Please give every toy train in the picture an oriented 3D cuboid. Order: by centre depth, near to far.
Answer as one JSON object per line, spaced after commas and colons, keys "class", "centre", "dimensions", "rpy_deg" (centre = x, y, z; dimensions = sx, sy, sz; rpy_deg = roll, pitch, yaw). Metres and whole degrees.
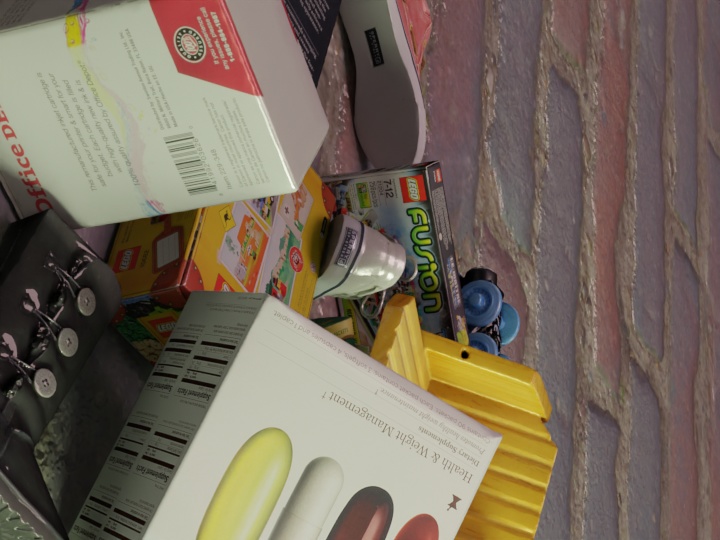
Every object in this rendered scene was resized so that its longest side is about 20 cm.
{"class": "toy train", "centre": [0.085, 0.092, 1.629], "dimensions": [0.087, 0.113, 0.201], "rpy_deg": [45, 45, -59]}

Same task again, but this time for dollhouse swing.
{"class": "dollhouse swing", "centre": [0.077, 0.143, 1.395], "dimensions": [0.176, 0.181, 0.201], "rpy_deg": [107, 2, -63]}

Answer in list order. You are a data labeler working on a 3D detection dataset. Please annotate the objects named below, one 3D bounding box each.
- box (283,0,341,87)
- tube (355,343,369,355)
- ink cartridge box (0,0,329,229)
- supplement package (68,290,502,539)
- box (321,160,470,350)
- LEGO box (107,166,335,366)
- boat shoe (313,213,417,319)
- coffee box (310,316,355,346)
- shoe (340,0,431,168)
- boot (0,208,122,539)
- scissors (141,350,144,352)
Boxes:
{"class": "box", "centre": [-0.108, -0.178, 1.230], "dimensions": [0.107, 0.147, 0.201], "rpy_deg": [58, 34, -43]}
{"class": "tube", "centre": [0.007, 0.162, 1.520], "dimensions": [0.052, 0.058, 0.202], "rpy_deg": [-19, 103, -60]}
{"class": "ink cartridge box", "centre": [-0.139, -0.115, 1.084], "dimensions": [0.086, 0.199, 0.148], "rpy_deg": [-64, 141, -50]}
{"class": "supplement package", "centre": [-0.054, 0.146, 1.108], "dimensions": [0.191, 0.147, 0.201], "rpy_deg": [31, 78, -21]}
{"class": "box", "centre": [0.032, 0.009, 1.540], "dimensions": [0.035, 0.109, 0.202], "rpy_deg": [-28, 110, -63]}
{"class": "LEGO box", "centre": [-0.101, -0.017, 1.273], "dimensions": [0.149, 0.077, 0.201], "rpy_deg": [51, 38, -40]}
{"class": "boat shoe", "centre": [0.002, -0.005, 1.399], "dimensions": [0.202, 0.086, 0.075], "rpy_deg": [159, -49, -77]}
{"class": "coffee box", "centre": [-0.035, 0.145, 1.438], "dimensions": [0.123, 0.044, 0.202], "rpy_deg": [-14, 97, -65]}
{"class": "shoe", "centre": [0.037, -0.190, 1.642], "dimensions": [0.091, 0.071, 0.202], "rpy_deg": [-14, 93, -60]}
{"class": "boot", "centre": [-0.198, 0.085, 1.081], "dimensions": [0.201, 0.065, 0.165], "rpy_deg": [-76, 151, -46]}
{"class": "scissors", "centre": [-0.122, 0.011, 1.320], "dimensions": [0.200, 0.014, 0.074], "rpy_deg": [-21, 103, -63]}
